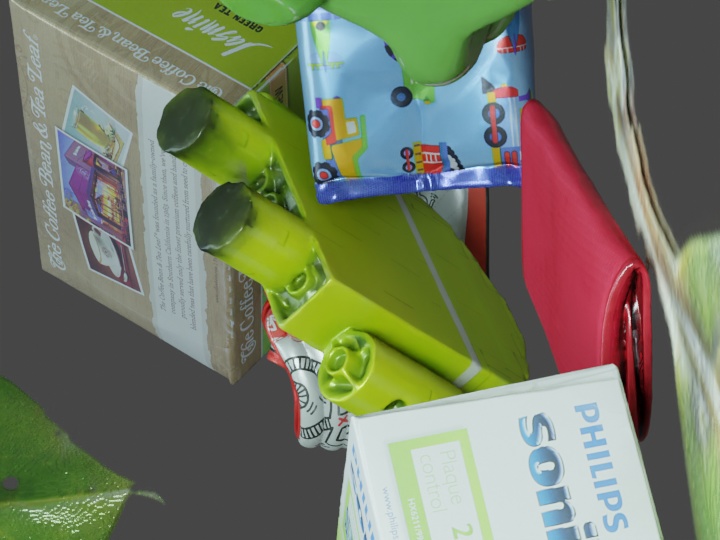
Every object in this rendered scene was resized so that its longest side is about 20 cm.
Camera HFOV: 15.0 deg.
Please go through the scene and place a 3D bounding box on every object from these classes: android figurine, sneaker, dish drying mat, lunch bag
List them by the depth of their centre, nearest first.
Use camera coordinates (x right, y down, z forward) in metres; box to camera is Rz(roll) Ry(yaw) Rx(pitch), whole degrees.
[{"bbox_3d":[0.076,0.002,0.945,0.200,0.018,0.077,-102,9,-72],"label":"dish drying mat"},{"bbox_3d":[0.000,0.000,1.135,0.200,0.041,0.182,32,-157,-42],"label":"android figurine"},{"bbox_3d":[0.027,-0.124,1.162,0.200,0.094,0.151,-70,-24,-75],"label":"lunch bag"},{"bbox_3d":[0.006,-0.011,1.308,0.067,0.108,0.202,-125,32,-82],"label":"sneaker"}]

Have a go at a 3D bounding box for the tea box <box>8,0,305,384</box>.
[{"bbox_3d":[-0.057,-0.092,1.353,0.197,0.133,0.200,-46,-26,-30],"label":"tea box"}]

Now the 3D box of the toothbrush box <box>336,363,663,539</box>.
[{"bbox_3d":[0.047,0.134,0.856,0.200,0.086,0.146,101,158,-69],"label":"toothbrush box"}]

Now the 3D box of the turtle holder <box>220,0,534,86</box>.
[{"bbox_3d":[0.026,-0.149,0.894,0.186,0.141,0.132,44,-140,-30],"label":"turtle holder"}]
